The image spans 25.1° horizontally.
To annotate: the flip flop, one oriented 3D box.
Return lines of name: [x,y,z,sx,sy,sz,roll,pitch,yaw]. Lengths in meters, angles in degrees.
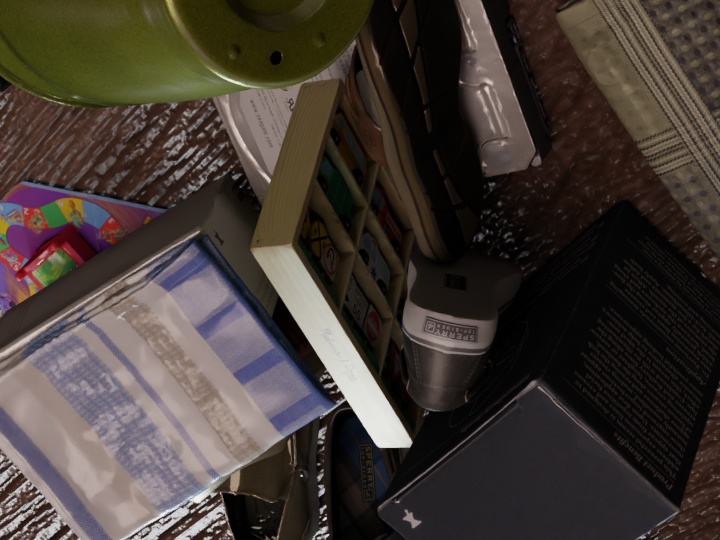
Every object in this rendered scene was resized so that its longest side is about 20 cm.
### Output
flip flop: [0.023,-0.095,0.924,0.057,0.081,0.201,10,131,35]

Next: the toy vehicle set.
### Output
toy vehicle set: [0.000,0.000,0.961,0.026,0.125,0.200,-4,141,24]

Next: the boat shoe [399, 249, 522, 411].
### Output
boat shoe: [0.053,0.029,0.948,0.068,0.200,0.057,12,103,7]

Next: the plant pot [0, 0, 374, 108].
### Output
plant pot: [-0.094,-0.171,0.840,0.193,0.200,0.201,21,135,52]

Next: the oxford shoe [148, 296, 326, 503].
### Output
oxford shoe: [-0.061,0.076,1.084,0.200,0.071,0.075,-37,124,3]

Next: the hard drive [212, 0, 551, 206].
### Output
hard drive: [0.004,-0.112,0.985,0.199,0.038,0.140,-9,117,28]

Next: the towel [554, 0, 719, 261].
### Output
towel: [0.233,-0.111,0.890,0.192,0.035,0.200,-24,110,37]

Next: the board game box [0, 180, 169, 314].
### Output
board game box: [-0.191,0.023,1.158,0.199,0.039,0.159,11,125,17]

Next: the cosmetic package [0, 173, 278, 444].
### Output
cosmetic package: [-0.152,0.030,1.066,0.199,0.113,0.081,-29,107,17]

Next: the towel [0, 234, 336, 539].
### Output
towel: [-0.135,0.082,1.014,0.199,0.024,0.147,-32,107,16]

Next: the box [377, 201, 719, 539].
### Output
box: [0.121,0.080,0.951,0.107,0.200,0.148,42,129,-6]

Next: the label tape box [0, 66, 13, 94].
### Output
label tape box: [-0.229,-0.186,0.939,0.066,0.200,0.144,-8,117,31]

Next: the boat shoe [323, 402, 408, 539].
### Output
boat shoe: [0.008,0.183,1.084,0.069,0.066,0.201,-9,73,19]

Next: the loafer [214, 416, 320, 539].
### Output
loafer: [-0.070,0.133,1.155,0.075,0.070,0.201,4,122,22]
